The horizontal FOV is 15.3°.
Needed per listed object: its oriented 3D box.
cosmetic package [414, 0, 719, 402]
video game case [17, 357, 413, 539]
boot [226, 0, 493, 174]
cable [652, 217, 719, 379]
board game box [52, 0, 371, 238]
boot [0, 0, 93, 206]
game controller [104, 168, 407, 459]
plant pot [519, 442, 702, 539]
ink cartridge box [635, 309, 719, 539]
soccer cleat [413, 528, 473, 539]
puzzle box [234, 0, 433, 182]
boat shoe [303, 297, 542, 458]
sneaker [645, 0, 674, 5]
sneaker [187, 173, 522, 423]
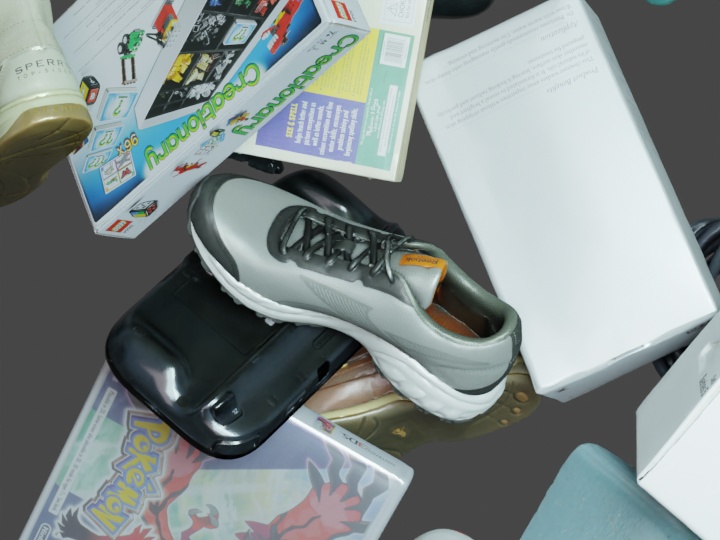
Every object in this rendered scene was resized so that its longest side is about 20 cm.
[{"bbox_3d":[0.115,-0.040,1.488,0.112,0.081,0.201,-23,80,11],"label":"cosmetic package"},{"bbox_3d":[-0.091,0.147,1.524,0.181,0.023,0.201,29,116,2],"label":"video game case"},{"bbox_3d":[-0.033,-0.134,1.520,0.197,0.073,0.163,23,91,9],"label":"boot"},{"bbox_3d":[0.250,0.046,1.494,0.200,0.051,0.163,51,126,11],"label":"cable"},{"bbox_3d":[-0.091,-0.124,1.445,0.200,0.034,0.127,-38,62,32],"label":"board game box"},{"bbox_3d":[-0.219,-0.120,1.497,0.072,0.200,0.156,-7,78,-32],"label":"boot"},{"bbox_3d":[-0.051,0.020,1.488,0.104,0.042,0.200,34,49,16],"label":"game controller"},{"bbox_3d":[0.179,0.240,1.412,0.196,0.200,0.197,32,89,-23],"label":"plant pot"},{"bbox_3d":[0.238,0.122,1.371,0.200,0.146,0.084,40,102,-3],"label":"ink cartridge box"},{"bbox_3d":[0.099,0.226,1.521,0.069,0.085,0.200,-44,89,4],"label":"soccer cleat"},{"bbox_3d":[-0.025,-0.157,1.472,0.132,0.025,0.202,11,93,10],"label":"puzzle box"},{"bbox_3d":[0.004,0.069,1.536,0.199,0.072,0.068,-16,58,12],"label":"boat shoe"},{"bbox_3d":[0.097,-0.207,1.515,0.200,0.071,0.080,43,99,6],"label":"sneaker"},{"bbox_3d":[0.000,0.000,1.442,0.199,0.079,0.074,29,51,-2],"label":"sneaker"}]
